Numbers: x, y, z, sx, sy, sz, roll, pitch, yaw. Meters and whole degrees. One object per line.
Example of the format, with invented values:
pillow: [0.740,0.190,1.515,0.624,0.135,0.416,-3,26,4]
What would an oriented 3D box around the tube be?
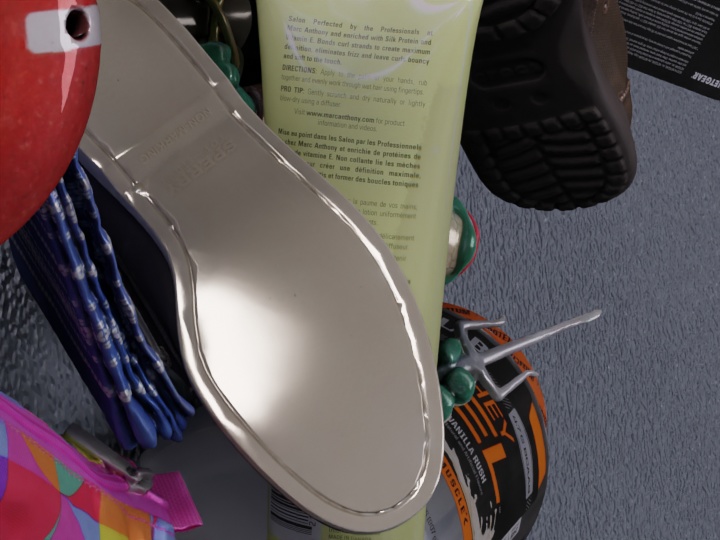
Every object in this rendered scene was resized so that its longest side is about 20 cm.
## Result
tube: [0.000,0.000,0.948,0.052,0.058,0.200,-146,-125,-65]

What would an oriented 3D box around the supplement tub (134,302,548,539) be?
supplement tub: [-0.003,0.082,1.105,0.200,0.122,0.123,-39,124,-66]

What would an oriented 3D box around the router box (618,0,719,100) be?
router box: [0.047,-0.145,1.153,0.200,0.157,0.052,15,112,-47]

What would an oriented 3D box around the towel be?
towel: [-0.104,-0.055,0.885,0.145,0.024,0.200,-131,-159,-57]

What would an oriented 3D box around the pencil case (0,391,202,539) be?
pencil case: [-0.121,0.063,0.846,0.200,0.088,0.088,38,52,-64]

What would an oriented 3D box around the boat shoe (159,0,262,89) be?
boat shoe: [-0.064,-0.090,1.052,0.202,0.060,0.072,-9,95,-70]

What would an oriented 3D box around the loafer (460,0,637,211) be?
loafer: [0.043,-0.103,0.971,0.200,0.073,0.071,70,20,-50]

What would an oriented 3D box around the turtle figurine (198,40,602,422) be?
turtle figurine: [0.002,-0.018,1.044,0.200,0.101,0.150,6,75,-48]

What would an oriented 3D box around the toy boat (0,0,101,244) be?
toy boat: [-0.135,-0.051,0.694,0.200,0.131,0.131,-11,100,-48]

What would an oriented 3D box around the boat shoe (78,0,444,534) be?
boat shoe: [-0.039,-0.001,0.924,0.200,0.073,0.063,55,-14,16]
